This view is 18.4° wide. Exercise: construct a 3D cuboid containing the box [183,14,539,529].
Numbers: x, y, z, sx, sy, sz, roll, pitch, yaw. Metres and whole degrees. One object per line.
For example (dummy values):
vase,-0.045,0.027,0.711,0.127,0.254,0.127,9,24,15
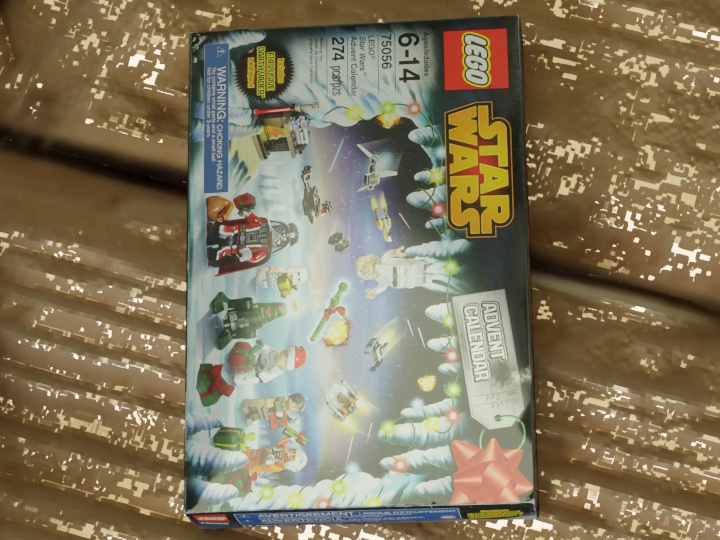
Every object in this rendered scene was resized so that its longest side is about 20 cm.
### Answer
box,0.000,0.000,0.883,0.137,0.040,0.201,-3,74,5
